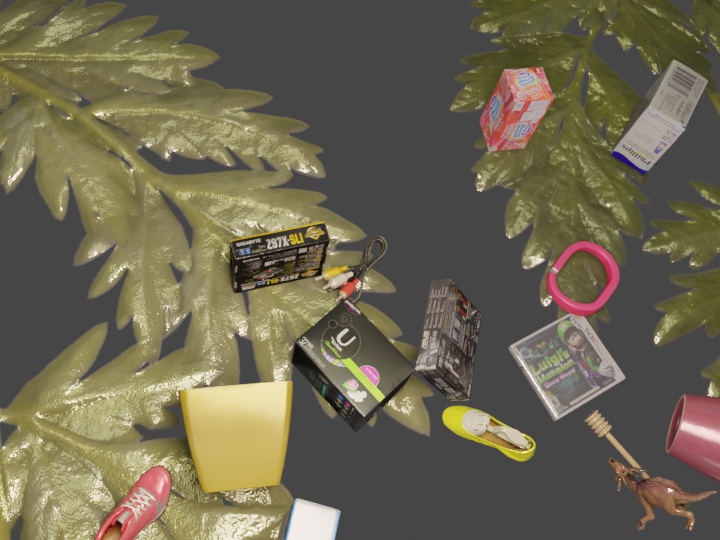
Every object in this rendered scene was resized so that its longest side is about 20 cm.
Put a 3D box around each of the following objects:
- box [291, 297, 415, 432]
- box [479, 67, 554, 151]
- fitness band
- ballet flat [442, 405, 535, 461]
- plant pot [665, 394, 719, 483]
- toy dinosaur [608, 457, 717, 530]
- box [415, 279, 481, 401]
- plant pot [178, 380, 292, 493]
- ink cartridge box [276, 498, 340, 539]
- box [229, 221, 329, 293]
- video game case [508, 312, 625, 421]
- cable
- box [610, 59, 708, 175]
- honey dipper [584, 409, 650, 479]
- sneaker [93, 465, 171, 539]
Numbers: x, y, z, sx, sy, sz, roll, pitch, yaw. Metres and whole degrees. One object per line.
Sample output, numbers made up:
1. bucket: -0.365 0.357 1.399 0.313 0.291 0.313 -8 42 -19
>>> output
1. box: -0.018 0.189 1.537 0.148 0.125 0.200 -39 75 -24
2. box: 0.367 -0.380 1.837 0.101 0.200 0.096 -7 66 -13
3. fitness band: 0.507 0.016 1.754 0.143 0.038 0.200 40 57 11
4. ballet flat: 0.263 0.321 1.556 0.198 0.067 0.067 26 63 3
5. plant pot: 0.731 0.342 1.574 0.177 0.201 0.201 17 61 16
6. toy dinosaur: 0.577 0.429 1.508 0.086 0.199 0.136 -46 109 -37
7. box: 0.184 0.144 1.581 0.049 0.158 0.202 -7 57 34
8. plant pot: -0.224 0.308 1.412 0.197 0.200 0.179 -3 76 -12
9. ink cartridge box: -0.103 0.492 1.333 0.083 0.200 0.147 15 62 -5
10. box: -0.169 -0.025 1.592 0.198 0.160 0.050 -13 67 -15
11. video game case: 0.447 0.200 1.672 0.198 0.023 0.183 -24 71 -20
12. cable: 0.000 0.000 1.671 0.199 0.050 0.097 -39 77 -23
13. box: 0.733 -0.373 1.899 0.104 0.200 0.185 33 63 5
14. honey dipper: 0.546 0.376 1.598 0.038 0.038 0.200 -36 77 -23
15. sneaker: -0.403 0.435 1.369 0.073 0.087 0.201 32 63 5
